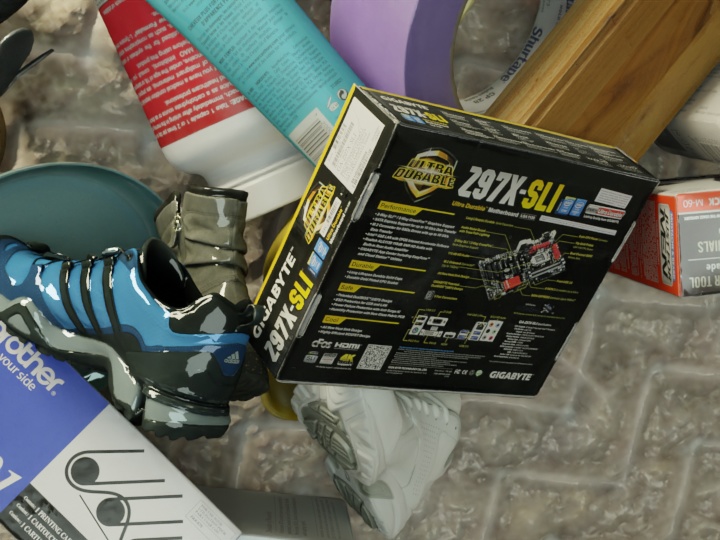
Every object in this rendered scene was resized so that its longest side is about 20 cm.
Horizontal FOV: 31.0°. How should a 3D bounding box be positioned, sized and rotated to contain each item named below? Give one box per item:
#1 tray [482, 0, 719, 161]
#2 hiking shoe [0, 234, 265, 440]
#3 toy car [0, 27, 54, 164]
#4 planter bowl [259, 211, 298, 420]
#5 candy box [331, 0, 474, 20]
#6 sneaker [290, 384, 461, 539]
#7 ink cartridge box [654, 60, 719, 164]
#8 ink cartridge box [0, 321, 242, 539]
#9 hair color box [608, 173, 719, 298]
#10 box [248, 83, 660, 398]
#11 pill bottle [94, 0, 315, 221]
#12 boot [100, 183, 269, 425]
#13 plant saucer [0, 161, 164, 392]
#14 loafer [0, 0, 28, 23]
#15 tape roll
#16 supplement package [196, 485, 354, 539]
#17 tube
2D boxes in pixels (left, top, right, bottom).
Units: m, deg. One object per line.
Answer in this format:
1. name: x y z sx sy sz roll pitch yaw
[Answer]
1. tray: 0.156 -0.120 0.787 0.200 0.037 0.099 -51 132 -2
2. hiking shoe: -0.135 0.017 0.728 0.200 0.074 0.087 29 98 28
3. toy car: -0.281 -0.092 0.788 0.200 0.164 0.158 -33 98 -2
4. planter bowl: 0.000 0.000 0.832 0.200 0.200 0.083 -38 65 1
5. candy box: 0.053 -0.251 0.847 0.115 0.055 0.200 33 93 -8
6. sneaker: 0.019 0.094 0.837 0.099 0.200 0.078 -41 64 -15
7. ink cartridge box: 0.278 -0.152 0.821 0.200 0.161 0.050 -44 102 2
8. ink cartridge box: -0.174 0.120 0.771 0.200 0.044 0.094 43 78 2
9. hair color box: 0.220 -0.027 0.811 0.111 0.200 0.064 -5 97 -4
10. box: 0.053 -0.008 0.726 0.200 0.049 0.160 7 118 -37
11. pill bottle: -0.091 -0.134 0.822 0.112 0.112 0.200 -23 97 -1
12. boot: -0.113 0.026 0.817 0.068 0.200 0.131 4 73 -31
13. plant saucer: -0.205 0.017 0.826 0.200 0.027 0.200 -20 130 -25
14. loafer: -0.229 -0.175 0.789 0.200 0.068 0.070 4 95 37
15. tape roll: 0.086 -0.154 0.798 0.200 0.085 0.200 -17 122 -29
16. supplement package: -0.111 0.210 0.855 0.200 0.117 0.117 7 95 -5
17. tube: -0.054 -0.129 0.746 0.077 0.050 0.200 -41 94 13
